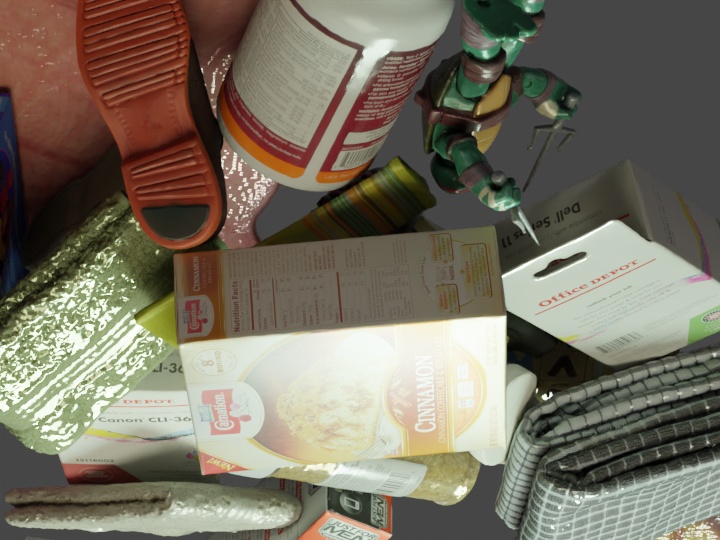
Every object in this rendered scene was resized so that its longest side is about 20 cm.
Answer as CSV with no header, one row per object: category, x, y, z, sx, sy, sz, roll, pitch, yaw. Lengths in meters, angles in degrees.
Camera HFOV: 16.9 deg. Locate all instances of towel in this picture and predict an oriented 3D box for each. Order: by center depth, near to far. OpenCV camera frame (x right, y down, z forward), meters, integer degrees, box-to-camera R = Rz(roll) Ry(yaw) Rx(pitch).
towel,-0.048,-0.011,1.556,0.200,0.018,0.086,-30,159,7
towel,-0.175,0.036,1.591,0.200,0.036,0.148,-40,145,8
towel,0.203,0.139,1.723,0.200,0.086,0.166,-16,153,-10
towel,-0.159,0.179,1.805,0.200,0.034,0.133,-8,169,43

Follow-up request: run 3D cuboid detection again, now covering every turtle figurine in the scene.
turtle figurine,0.084,-0.099,1.511,0.101,0.150,0.200,17,136,7

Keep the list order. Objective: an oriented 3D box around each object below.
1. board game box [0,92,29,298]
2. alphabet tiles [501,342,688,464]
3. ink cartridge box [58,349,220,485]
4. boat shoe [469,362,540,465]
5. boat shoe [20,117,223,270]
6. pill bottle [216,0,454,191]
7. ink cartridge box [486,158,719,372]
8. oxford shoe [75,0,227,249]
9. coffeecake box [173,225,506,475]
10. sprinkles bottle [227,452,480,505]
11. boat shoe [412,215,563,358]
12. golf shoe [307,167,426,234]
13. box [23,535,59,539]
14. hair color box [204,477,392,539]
board game box,-0.264,-0.003,1.619,0.045,0.134,0.200,8,136,6
alphabet tiles,0.179,0.105,1.809,0.166,0.006,0.200,3,136,-1
ink cartridge box,-0.164,0.084,1.727,0.116,0.068,0.200,0,149,3
boat shoe,0.084,0.090,1.701,0.069,0.200,0.072,29,92,11
boat shoe,-0.146,-0.043,1.620,0.066,0.075,0.199,31,130,-30
pill bottle,-0.008,-0.150,1.476,0.110,0.110,0.200,16,134,-14
ink cartridge box,0.166,-0.007,1.609,0.117,0.067,0.200,-26,149,26
oxford shoe,-0.128,-0.111,1.507,0.071,0.200,0.073,-11,179,10
coffeecake box,-0.010,0.052,1.526,0.200,0.073,0.154,-5,144,0
sprinkles bottle,-0.009,0.126,1.751,0.200,0.068,0.068,12,138,-35
boat shoe,0.076,0.023,1.646,0.063,0.074,0.201,-51,147,7
golf shoe,0.000,0.000,1.674,0.092,0.073,0.200,-4,143,-37
box,-0.182,0.298,1.950,0.200,0.113,0.101,8,137,-7
hair color box,-0.052,0.206,1.857,0.061,0.102,0.200,23,133,-22
